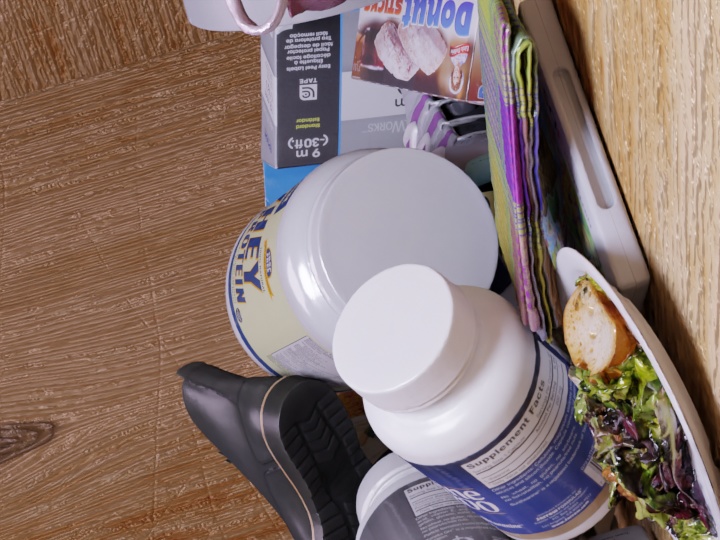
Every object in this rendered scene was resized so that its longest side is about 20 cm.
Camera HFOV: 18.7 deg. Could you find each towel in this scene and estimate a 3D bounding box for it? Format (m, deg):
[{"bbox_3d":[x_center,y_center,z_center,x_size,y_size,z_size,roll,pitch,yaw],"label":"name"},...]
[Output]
[{"bbox_3d":[0.089,-0.074,1.256,0.144,0.023,0.200,-97,0,-62],"label":"towel"}]

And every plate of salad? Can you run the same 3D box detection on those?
[{"bbox_3d":[0.145,0.082,1.201,0.200,0.048,0.200,63,173,14],"label":"plate of salad"}]

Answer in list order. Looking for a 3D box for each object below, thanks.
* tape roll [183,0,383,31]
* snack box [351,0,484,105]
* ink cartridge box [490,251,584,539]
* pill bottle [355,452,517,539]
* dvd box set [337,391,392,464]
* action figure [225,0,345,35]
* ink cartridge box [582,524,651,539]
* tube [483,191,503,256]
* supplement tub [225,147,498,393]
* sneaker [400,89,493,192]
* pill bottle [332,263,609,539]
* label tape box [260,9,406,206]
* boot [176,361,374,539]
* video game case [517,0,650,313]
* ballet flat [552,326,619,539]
[{"bbox_3d":[-0.027,-0.223,1.456,0.200,0.200,0.066,-115,10,-70],"label":"tape roll"},{"bbox_3d":[0.045,-0.156,1.475,0.200,0.024,0.072,-157,75,-66],"label":"snack box"},{"bbox_3d":[0.088,0.106,1.500,0.200,0.041,0.200,58,146,20],"label":"ink cartridge box"},{"bbox_3d":[0.058,0.196,1.410,0.200,0.110,0.111,-118,12,-62],"label":"pill bottle"},{"bbox_3d":[0.054,0.132,1.621,0.146,0.200,0.029,54,149,7],"label":"dvd box set"},{"bbox_3d":[0.010,-0.234,1.242,0.200,0.149,0.134,-21,95,55],"label":"action figure"},{"bbox_3d":[0.182,0.274,1.389,0.200,0.085,0.148,-118,13,-68],"label":"ink cartridge box"},{"bbox_3d":[0.094,-0.013,1.687,0.052,0.058,0.200,-143,35,-71],"label":"tube"},{"bbox_3d":[0.000,0.000,1.465,0.200,0.145,0.145,149,106,-68],"label":"supplement tub"},{"bbox_3d":[0.063,-0.126,1.530,0.200,0.078,0.140,-160,60,-75],"label":"sneaker"},{"bbox_3d":[0.071,0.078,1.296,0.200,0.111,0.111,40,-157,-45],"label":"pill bottle"},{"bbox_3d":[-0.002,-0.129,1.686,0.066,0.143,0.200,-114,21,-54],"label":"label tape box"},{"bbox_3d":[-0.048,0.151,1.544,0.138,0.077,0.200,11,126,50],"label":"boot"},{"bbox_3d":[0.127,-0.042,1.307,0.200,0.022,0.182,83,171,-71],"label":"video game case"},{"bbox_3d":[0.146,0.117,1.525,0.072,0.072,0.200,-121,16,-78],"label":"ballet flat"}]
